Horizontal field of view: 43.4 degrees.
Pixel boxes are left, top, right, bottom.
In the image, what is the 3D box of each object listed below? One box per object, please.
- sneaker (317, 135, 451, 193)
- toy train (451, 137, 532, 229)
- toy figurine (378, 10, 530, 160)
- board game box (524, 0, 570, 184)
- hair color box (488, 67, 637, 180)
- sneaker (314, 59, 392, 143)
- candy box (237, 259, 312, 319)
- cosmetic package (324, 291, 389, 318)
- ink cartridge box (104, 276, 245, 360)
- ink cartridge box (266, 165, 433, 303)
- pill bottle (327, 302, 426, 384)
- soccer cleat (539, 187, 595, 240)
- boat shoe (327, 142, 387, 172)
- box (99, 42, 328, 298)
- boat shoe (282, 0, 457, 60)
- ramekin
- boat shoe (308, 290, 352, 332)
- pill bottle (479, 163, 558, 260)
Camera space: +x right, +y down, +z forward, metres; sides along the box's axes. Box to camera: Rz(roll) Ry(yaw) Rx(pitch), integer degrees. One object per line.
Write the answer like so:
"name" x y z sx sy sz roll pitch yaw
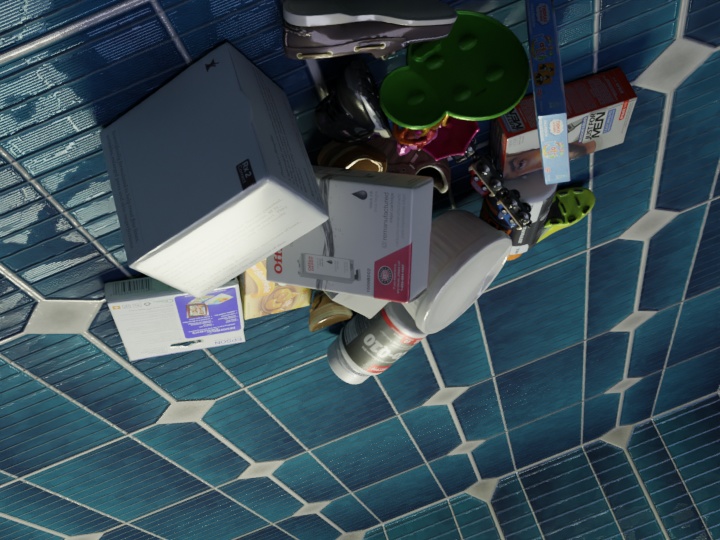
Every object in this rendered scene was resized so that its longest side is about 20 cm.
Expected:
"sneaker" 0.040 -0.144 1.253 0.199 0.076 0.071 -5 148 -26
"toy train" 0.180 -0.132 1.305 0.046 0.034 0.200 -28 114 38
"toy figurine" 0.096 -0.196 1.134 0.199 0.150 0.184 -35 167 -19
"board game box" 0.226 -0.230 1.097 0.036 0.201 0.151 -5 155 12
"hair color box" 0.290 -0.211 1.318 0.199 0.064 0.111 -17 153 -4
"sneaker" -0.016 -0.190 1.099 0.087 0.076 0.200 -16 171 6
"candy box" -0.131 -0.003 1.406 0.115 0.056 0.200 -13 151 -15
"cosmetic package" 0.000 0.000 1.407 0.108 0.085 0.200 -44 161 4
"ink cartridge box" -0.286 0.069 1.428 0.197 0.044 0.200 -9 150 -9
"ink cartridge box" -0.016 -0.049 1.135 0.199 0.148 0.083 8 -164 22
"pill bottle" 0.032 0.121 1.670 0.113 0.114 0.200 7 141 -41
"soccer cleat" 0.313 -0.085 1.574 0.199 0.065 0.084 -32 180 12
"boat shoe" -0.027 -0.089 1.223 0.075 0.074 0.200 19 142 -19
"box" -0.170 -0.111 1.041 0.199 0.200 0.131 -30 150 17
"boat shoe" 0.010 -0.268 1.010 0.198 0.072 0.060 -6 129 -17
"ramekin" 0.135 -0.005 1.405 0.202 0.094 0.203 -39 158 -19
"boat shoe" -0.054 0.057 1.484 0.072 0.065 0.200 -20 178 6
"pill bottle" 0.245 -0.095 1.443 0.105 0.107 0.200 -15 151 -9
